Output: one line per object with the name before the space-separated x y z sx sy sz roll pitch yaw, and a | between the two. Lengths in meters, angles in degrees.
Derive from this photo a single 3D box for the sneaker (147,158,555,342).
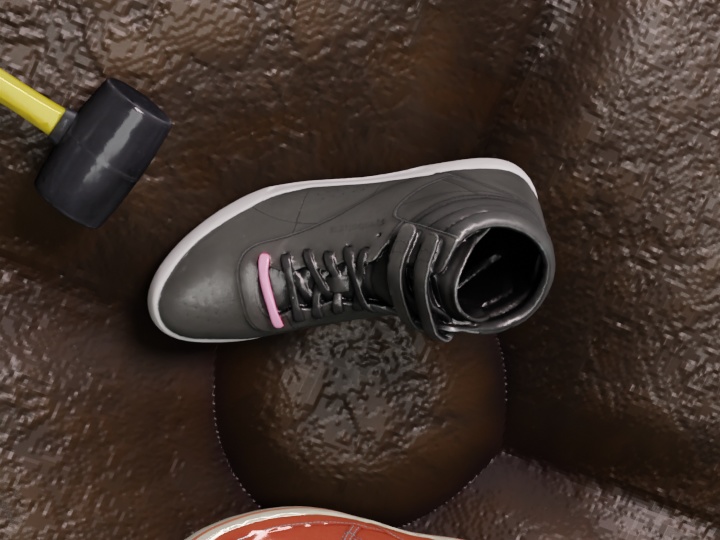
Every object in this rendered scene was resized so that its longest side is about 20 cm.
sneaker | 0.000 0.000 0.938 0.199 0.099 0.071 -15 111 -8

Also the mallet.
mallet | -0.186 -0.087 0.903 0.200 0.041 0.066 26 101 -15

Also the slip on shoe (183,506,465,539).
slip on shoe | -0.003 0.165 1.008 0.199 0.061 0.074 8 106 -14
